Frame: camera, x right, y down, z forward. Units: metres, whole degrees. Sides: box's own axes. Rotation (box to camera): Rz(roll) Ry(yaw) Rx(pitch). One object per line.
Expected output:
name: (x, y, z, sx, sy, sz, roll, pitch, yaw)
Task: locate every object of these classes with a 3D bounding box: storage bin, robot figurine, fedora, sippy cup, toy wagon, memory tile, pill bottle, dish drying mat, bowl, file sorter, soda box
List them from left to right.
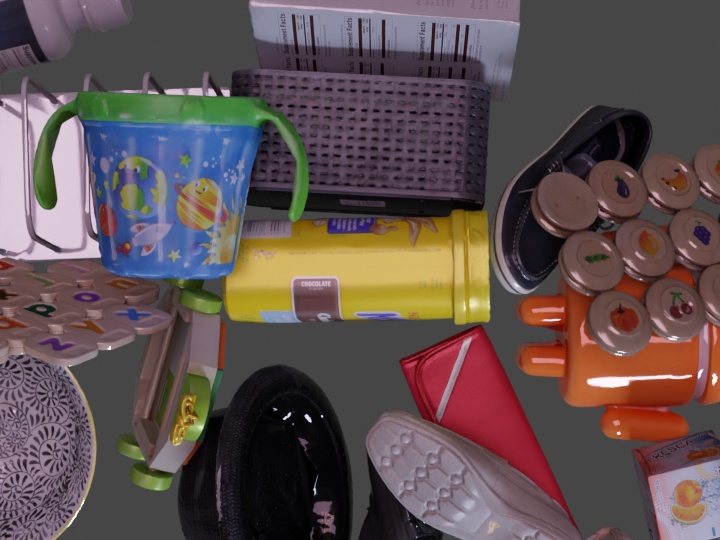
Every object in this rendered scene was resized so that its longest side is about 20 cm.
bowl: (-0.297, 0.124, 1.271, 0.200, 0.094, 0.201, 1, 100, 4)
pill bottle: (-0.292, -0.219, 1.292, 0.199, 0.120, 0.120, -14, 86, 0)
file sorter: (-0.207, -0.084, 1.277, 0.199, 0.125, 0.139, -2, 85, 2)
sippy cup: (-0.136, -0.061, 1.151, 0.178, 0.139, 0.131, 7, 99, 46)
toy wagon: (-0.139, 0.088, 1.223, 0.039, 0.200, 0.156, 13, 100, -20)
fedora: (-0.085, 0.176, 1.254, 0.091, 0.200, 0.201, -6, 85, 31)
storage bin: (-0.001, -0.096, 1.264, 0.199, 0.135, 0.094, 4, 85, 2)
dish drying mat: (0.105, 0.147, 1.283, 0.077, 0.018, 0.200, -25, 96, 3)
robot figurine: (0.222, 0.051, 1.258, 0.199, 0.117, 0.144, -1, 52, 1)
memory tile: (0.234, -0.020, 1.207, 0.200, 0.017, 0.154, -12, 67, -25)
soda box: (0.265, 0.229, 1.241, 0.068, 0.064, 0.201, -13, 104, 1)

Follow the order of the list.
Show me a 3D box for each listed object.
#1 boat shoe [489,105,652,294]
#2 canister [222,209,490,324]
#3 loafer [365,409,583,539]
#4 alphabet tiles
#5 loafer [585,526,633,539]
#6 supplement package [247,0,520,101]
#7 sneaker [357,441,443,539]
boat shoe: (0.165, -0.061, 1.251, 0.200, 0.062, 0.075, -50, 115, -32)
canister: (0.000, 0.000, 1.254, 0.199, 0.149, 0.087, -1, 87, 4)
loafer: (0.088, 0.171, 1.243, 0.200, 0.070, 0.070, 39, 110, -10)
alphabet tiles: (-0.248, 0.031, 1.203, 0.195, 0.200, 0.015, 17, 114, 31)
loafer: (0.148, 0.285, 1.277, 0.200, 0.063, 0.072, -43, 116, 6)
supplement package: (0.024, -0.250, 1.252, 0.199, 0.147, 0.192, 4, 71, 2)
sneaker: (0.024, 0.228, 1.273, 0.091, 0.076, 0.201, -19, 73, 25)
